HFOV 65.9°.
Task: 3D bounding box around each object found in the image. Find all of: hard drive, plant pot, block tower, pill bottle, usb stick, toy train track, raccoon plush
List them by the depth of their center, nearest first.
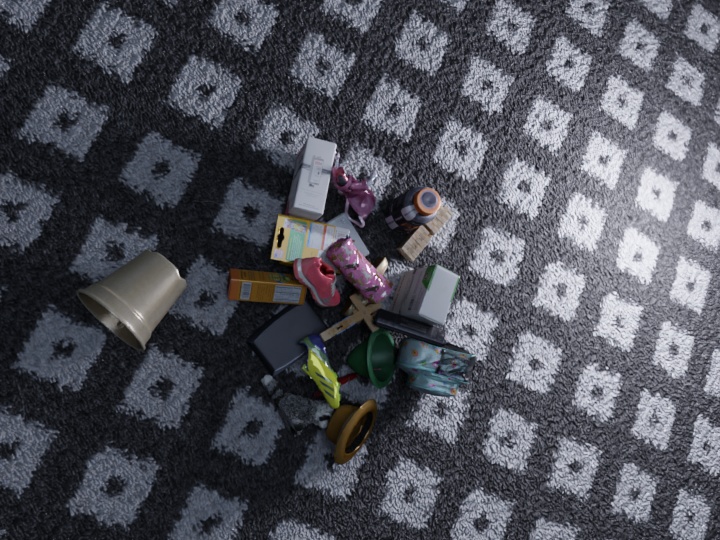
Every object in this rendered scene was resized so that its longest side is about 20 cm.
[{"bbox_3d":[-0.524,0.057,1.320,0.200,0.200,0.184,45,60,-9],"label":"plant pot"},{"bbox_3d":[-0.151,0.333,1.455,0.134,0.097,0.200,-29,93,-26],"label":"raccoon plush"},{"bbox_3d":[0.133,0.152,1.476,0.200,0.033,0.055,18,49,4],"label":"usb stick"},{"bbox_3d":[-0.188,0.174,1.484,0.200,0.042,0.135,-38,96,-19],"label":"hard drive"},{"bbox_3d":[-0.027,0.136,1.485,0.200,0.033,0.115,-28,79,-30],"label":"toy train track"},{"bbox_3d":[-0.092,-0.054,1.550,0.200,0.033,0.140,-33,95,-19],"label":"hard drive"},{"bbox_3d":[0.150,-0.174,1.559,0.106,0.200,0.106,2,83,-18],"label":"pill bottle"},{"bbox_3d":[0.187,-0.113,1.642,0.054,0.058,0.200,45,70,-9],"label":"block tower"}]

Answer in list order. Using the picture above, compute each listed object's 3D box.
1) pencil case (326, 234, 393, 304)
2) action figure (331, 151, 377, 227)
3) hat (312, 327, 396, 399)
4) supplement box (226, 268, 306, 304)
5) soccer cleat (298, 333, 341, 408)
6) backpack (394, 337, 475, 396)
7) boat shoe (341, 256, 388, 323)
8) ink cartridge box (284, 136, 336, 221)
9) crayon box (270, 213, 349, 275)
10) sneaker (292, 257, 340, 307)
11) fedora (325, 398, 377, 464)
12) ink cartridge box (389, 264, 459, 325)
[{"bbox_3d":[0.000,0.000,1.468,0.087,0.083,0.200,-44,106,-9],"label":"pencil case"},{"bbox_3d":[-0.036,-0.227,1.518,0.134,0.200,0.149,28,90,25],"label":"action figure"},{"bbox_3d":[-0.020,0.248,1.544,0.200,0.176,0.166,-17,100,-62],"label":"hat"},{"bbox_3d":[-0.245,0.043,1.457,0.200,0.067,0.069,7,115,-19],"label":"supplement box"},{"bbox_3d":[-0.106,0.264,1.441,0.084,0.065,0.200,-15,80,-18],"label":"soccer cleat"},{"bbox_3d":[0.194,0.263,1.535,0.200,0.176,0.153,24,79,-2],"label":"backpack"},{"bbox_3d":[0.024,0.054,1.562,0.065,0.071,0.200,35,84,-16],"label":"boat shoe"},{"bbox_3d":[-0.137,-0.237,1.497,0.083,0.147,0.200,13,79,-16],"label":"ink cartridge box"},{"bbox_3d":[-0.138,-0.068,1.491,0.200,0.052,0.126,12,80,-18],"label":"crayon box"},{"bbox_3d":[-0.093,0.033,1.449,0.200,0.087,0.074,49,35,-45],"label":"sneaker"},{"bbox_3d":[-0.033,0.410,1.464,0.082,0.201,0.201,25,72,24],"label":"fedora"},{"bbox_3d":[0.170,0.073,1.538,0.083,0.200,0.147,25,77,-18],"label":"ink cartridge box"}]
